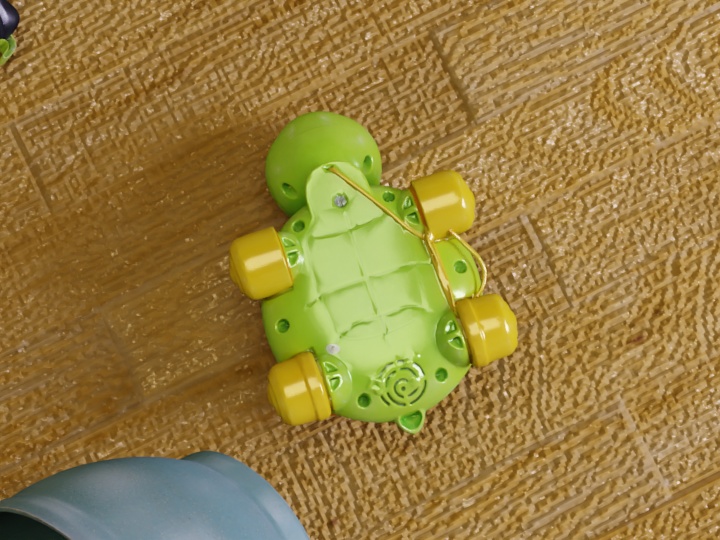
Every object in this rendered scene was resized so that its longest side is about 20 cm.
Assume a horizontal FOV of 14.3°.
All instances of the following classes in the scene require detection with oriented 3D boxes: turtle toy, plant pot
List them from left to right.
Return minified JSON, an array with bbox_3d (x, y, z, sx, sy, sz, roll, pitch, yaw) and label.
[{"bbox_3d":[-0.105,0.182,1.578,0.134,0.200,0.200,-34,79,-33],"label":"plant pot"},{"bbox_3d":[0.000,0.000,1.644,0.145,0.101,0.200,-17,79,-3],"label":"turtle toy"}]

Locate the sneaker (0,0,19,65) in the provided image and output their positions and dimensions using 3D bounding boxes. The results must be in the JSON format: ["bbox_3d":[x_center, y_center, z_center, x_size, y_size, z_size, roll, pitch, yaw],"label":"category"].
[{"bbox_3d":[-0.259,-0.204,1.717,0.083,0.072,0.200,-5,65,-39],"label":"sneaker"}]
